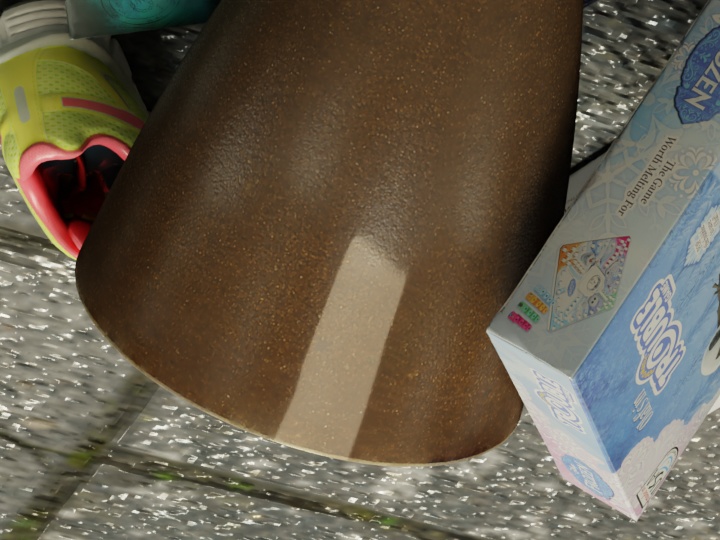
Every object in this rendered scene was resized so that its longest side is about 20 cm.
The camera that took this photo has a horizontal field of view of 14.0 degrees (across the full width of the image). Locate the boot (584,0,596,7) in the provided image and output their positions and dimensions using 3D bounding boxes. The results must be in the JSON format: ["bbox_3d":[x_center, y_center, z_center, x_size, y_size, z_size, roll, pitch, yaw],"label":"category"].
[{"bbox_3d":[0.112,-0.143,1.162,0.073,0.091,0.200,21,131,-30],"label":"boot"}]

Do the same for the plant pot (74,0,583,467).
[{"bbox_3d":[0.007,-0.061,1.119,0.186,0.187,0.201,10,116,-21],"label":"plant pot"}]

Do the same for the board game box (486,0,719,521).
[{"bbox_3d":[0.135,-0.017,1.153,0.199,0.043,0.200,-55,159,-9],"label":"board game box"}]

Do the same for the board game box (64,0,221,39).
[{"bbox_3d":[-0.055,-0.175,1.112,0.135,0.028,0.200,-7,139,-4],"label":"board game box"}]

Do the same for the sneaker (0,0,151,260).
[{"bbox_3d":[-0.100,-0.025,1.257,0.078,0.091,0.200,-28,137,18],"label":"sneaker"}]

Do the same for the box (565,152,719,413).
[{"bbox_3d":[0.163,-0.008,1.365,0.200,0.041,0.156,-32,134,26],"label":"box"}]
